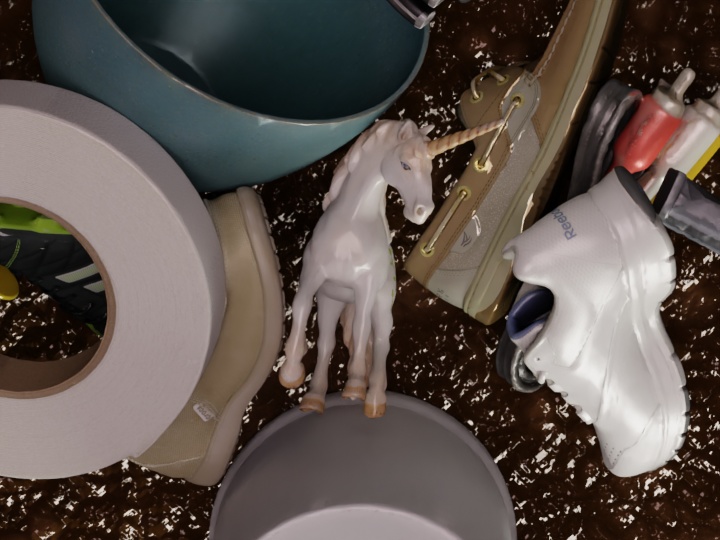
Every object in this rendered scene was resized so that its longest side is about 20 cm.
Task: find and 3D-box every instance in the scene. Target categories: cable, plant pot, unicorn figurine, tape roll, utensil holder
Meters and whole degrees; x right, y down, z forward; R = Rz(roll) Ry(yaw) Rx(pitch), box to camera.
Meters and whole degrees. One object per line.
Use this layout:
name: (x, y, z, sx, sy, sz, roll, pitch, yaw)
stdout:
cable: (0.128, -0.022, 1.405, 0.050, 0.097, 0.200, 32, 98, 31)
plant pot: (-0.084, -0.117, 1.351, 0.200, 0.200, 0.135, 35, 136, -6)
unicorn figurine: (0.000, 0.000, 1.359, 0.074, 0.200, 0.138, 13, 80, -11)
tape roll: (-0.165, 0.007, 1.297, 0.202, 0.037, 0.203, 4, 114, 10)
utensil holder: (0.000, 0.166, 1.385, 0.170, 0.200, 0.170, 0, 101, 1)

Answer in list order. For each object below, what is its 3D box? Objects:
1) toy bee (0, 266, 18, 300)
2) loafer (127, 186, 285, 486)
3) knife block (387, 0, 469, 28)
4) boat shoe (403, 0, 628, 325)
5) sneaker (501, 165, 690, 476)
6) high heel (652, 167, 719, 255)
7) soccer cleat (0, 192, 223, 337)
toy bee: (-0.236, -0.002, 1.398, 0.131, 0.109, 0.200, 10, 109, -30)
loafer: (-0.087, 0.040, 1.363, 0.068, 0.076, 0.200, -1, 135, -19)
knife block: (-0.008, -0.208, 1.314, 0.200, 0.064, 0.176, 5, 100, 44)
boat shoe: (0.081, -0.073, 1.400, 0.066, 0.074, 0.200, 24, 97, 10)
sneaker: (0.118, 0.034, 1.392, 0.087, 0.075, 0.200, -21, 131, -8)
high heel: (0.254, -0.078, 1.359, 0.142, 0.071, 0.200, 27, 102, -8)
soccer cleat: (-0.141, -0.003, 1.387, 0.200, 0.068, 0.081, 7, 112, -34)
